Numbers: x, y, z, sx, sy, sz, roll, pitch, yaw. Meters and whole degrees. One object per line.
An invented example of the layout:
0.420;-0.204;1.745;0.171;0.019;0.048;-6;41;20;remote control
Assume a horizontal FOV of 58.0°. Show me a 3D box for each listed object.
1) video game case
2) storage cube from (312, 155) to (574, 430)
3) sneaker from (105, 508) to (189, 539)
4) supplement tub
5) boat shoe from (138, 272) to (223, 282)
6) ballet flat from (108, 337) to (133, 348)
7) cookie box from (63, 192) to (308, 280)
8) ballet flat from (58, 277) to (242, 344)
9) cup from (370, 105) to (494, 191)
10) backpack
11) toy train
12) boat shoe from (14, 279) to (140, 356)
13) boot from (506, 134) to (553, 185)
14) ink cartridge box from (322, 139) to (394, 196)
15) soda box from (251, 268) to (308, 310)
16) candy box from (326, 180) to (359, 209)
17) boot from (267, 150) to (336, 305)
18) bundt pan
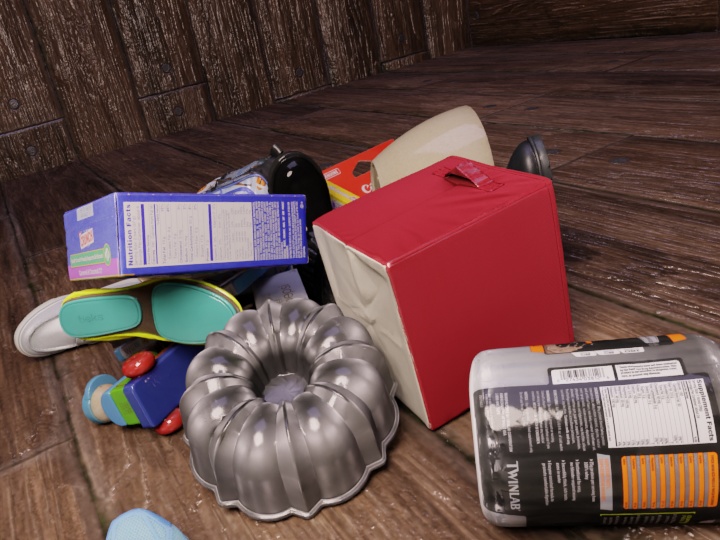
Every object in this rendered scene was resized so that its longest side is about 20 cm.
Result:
-0.201;0.041;0.821;0.198;0.018;0.143;-29;9;21;video game case
0.079;0.009;0.645;0.177;0.203;0.170;-26;27;-18;storage cube
-0.131;0.210;0.418;0.077;0.092;0.199;-21;23;-22;sneaker
0.179;0.110;0.451;0.196;0.125;0.123;-6;23;12;supplement tub
-0.206;-0.021;0.841;0.197;0.073;0.065;-13;17;25;boat shoe
-0.268;0.042;0.833;0.067;0.047;0.200;-28;9;17;ballet flat
-0.180;-0.034;0.668;0.197;0.077;0.170;-4;1;-38;cookie box
-0.208;0.038;0.666;0.195;0.068;0.067;-1;9;8;ballet flat
0.091;-0.114;0.899;0.140;0.204;0.201;-10;22;-4;cup
-0.171;-0.051;0.941;0.188;0.203;0.154;-13;17;33;backpack
-0.213;0.101;0.738;0.114;0.086;0.200;-14;19;31;toy train
-0.372;0.064;0.901;0.199;0.071;0.071;-25;23;-34;boat shoe
0.140;-0.057;0.775;0.164;0.202;0.077;-8;44;4;boot
0.051;-0.124;1.013;0.199;0.175;0.044;-31;-9;-39;ink cartridge box
-0.081;0.069;0.745;0.062;0.069;0.200;-16;24;-7;soda box
-0.005;-0.054;0.909;0.026;0.104;0.199;-23;34;-28;candy box
-0.044;-0.039;0.800;0.078;0.215;0.158;-21;19;-15;boot
-0.065;0.102;0.563;0.197;0.077;0.204;-4;45;3;bundt pan
